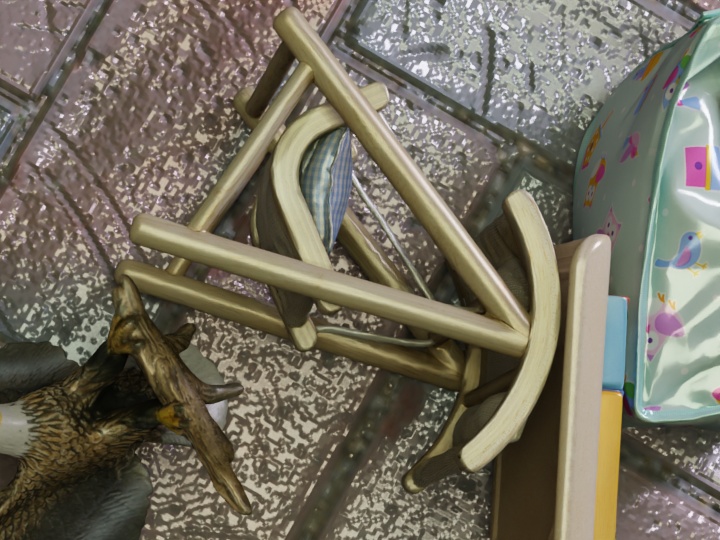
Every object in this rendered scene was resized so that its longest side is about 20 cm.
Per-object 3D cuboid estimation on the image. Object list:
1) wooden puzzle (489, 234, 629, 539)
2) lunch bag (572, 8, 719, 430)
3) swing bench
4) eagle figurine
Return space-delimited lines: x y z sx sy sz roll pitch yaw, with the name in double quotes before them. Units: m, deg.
"wooden puzzle" 0.094 0.081 1.417 0.037 0.200 0.186 4 86 -6
"lunch bag" 0.170 -0.022 1.461 0.122 0.170 0.201 2 85 -7
"swing bench" 0.000 0.000 1.419 0.200 0.199 0.130 35 80 -2
"eagle figurine" -0.163 0.090 1.425 0.200 0.152 0.151 -35 123 18
